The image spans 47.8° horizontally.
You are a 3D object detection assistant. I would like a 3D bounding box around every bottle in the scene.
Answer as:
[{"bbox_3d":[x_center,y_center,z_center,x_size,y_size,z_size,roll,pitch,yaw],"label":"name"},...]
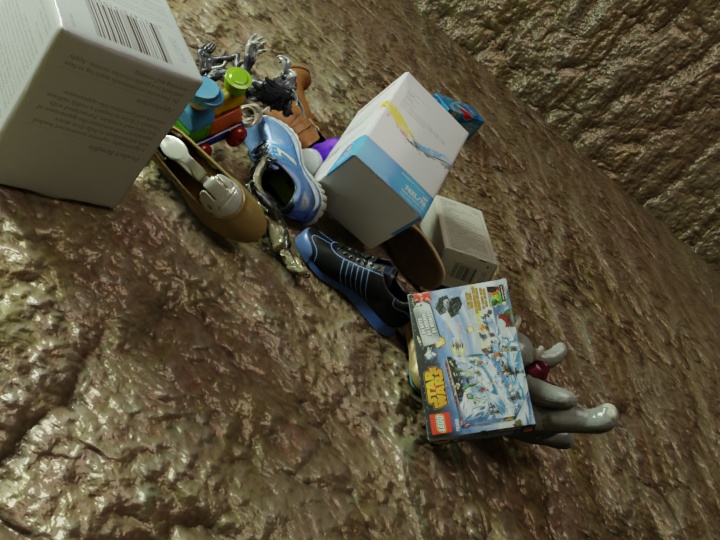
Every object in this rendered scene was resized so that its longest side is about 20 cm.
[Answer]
[{"bbox_3d":[-0.038,-0.180,1.373,0.200,0.065,0.084,-14,82,-60],"label":"bottle"}]

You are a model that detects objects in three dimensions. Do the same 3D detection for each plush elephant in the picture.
[{"bbox_3d":[0.236,0.155,1.137,0.198,0.165,0.156,5,67,-5],"label":"plush elephant"}]

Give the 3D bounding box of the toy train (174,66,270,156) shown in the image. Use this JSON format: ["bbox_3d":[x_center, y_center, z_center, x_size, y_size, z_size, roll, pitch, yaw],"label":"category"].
[{"bbox_3d":[-0.181,-0.240,1.143,0.085,0.116,0.200,47,49,8],"label":"toy train"}]

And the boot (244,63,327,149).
[{"bbox_3d":[-0.104,-0.279,1.416,0.155,0.077,0.200,44,28,4],"label":"boot"}]

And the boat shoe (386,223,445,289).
[{"bbox_3d":[0.082,-0.052,1.363,0.200,0.072,0.072,48,27,23],"label":"boat shoe"}]

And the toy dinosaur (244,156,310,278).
[{"bbox_3d":[-0.128,-0.075,1.097,0.088,0.047,0.201,17,49,-61],"label":"toy dinosaur"}]

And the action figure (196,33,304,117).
[{"bbox_3d":[-0.160,-0.312,1.281,0.199,0.103,0.119,24,-4,21],"label":"action figure"}]

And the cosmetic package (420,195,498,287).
[{"bbox_3d":[0.171,-0.047,1.442,0.103,0.074,0.201,18,28,-10],"label":"cosmetic package"}]

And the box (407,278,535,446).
[{"bbox_3d":[0.141,0.118,1.059,0.040,0.136,0.202,70,12,-63],"label":"box"}]

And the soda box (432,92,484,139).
[{"bbox_3d":[0.239,-0.398,2.102,0.199,0.068,0.064,0,49,-55],"label":"soda box"}]

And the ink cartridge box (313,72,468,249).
[{"bbox_3d":[0.044,-0.170,1.266,0.146,0.146,0.201,41,56,-16],"label":"ink cartridge box"}]

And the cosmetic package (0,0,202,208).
[{"bbox_3d":[-0.306,-0.203,0.871,0.164,0.200,0.166,13,41,-47],"label":"cosmetic package"}]

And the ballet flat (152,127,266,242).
[{"bbox_3d":[-0.201,-0.112,1.020,0.200,0.069,0.063,41,-10,9],"label":"ballet flat"}]

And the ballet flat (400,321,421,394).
[{"bbox_3d":[0.096,0.095,1.169,0.068,0.063,0.201,32,28,-29],"label":"ballet flat"}]

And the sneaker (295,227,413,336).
[{"bbox_3d":[0.000,0.000,1.153,0.200,0.078,0.070,43,26,-4],"label":"sneaker"}]

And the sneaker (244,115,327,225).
[{"bbox_3d":[-0.127,-0.158,1.206,0.089,0.079,0.201,6,45,-56],"label":"sneaker"}]
